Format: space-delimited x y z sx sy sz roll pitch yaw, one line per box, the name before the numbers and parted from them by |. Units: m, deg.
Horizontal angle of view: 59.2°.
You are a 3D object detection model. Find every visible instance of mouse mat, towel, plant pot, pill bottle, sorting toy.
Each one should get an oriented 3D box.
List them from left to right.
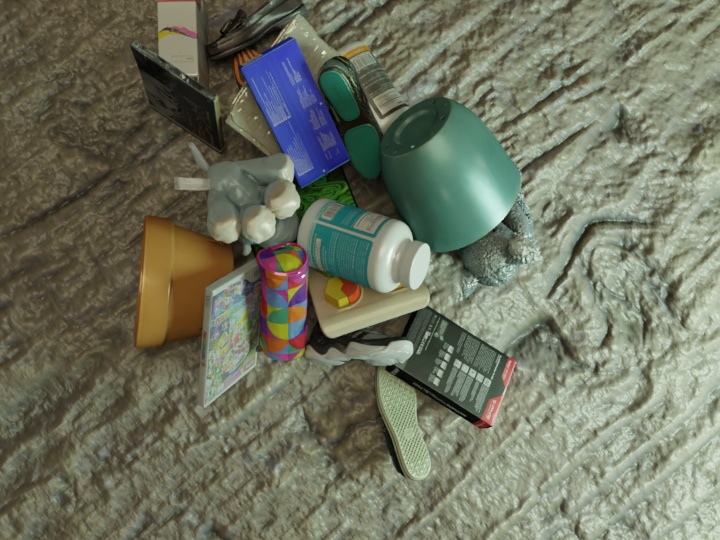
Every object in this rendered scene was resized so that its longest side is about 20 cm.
plant pot | -0.279 0.021 1.004 0.136 0.199 0.206 4 84 -21
towel | -0.112 -0.278 1.000 0.132 0.035 0.201 36 97 -28
mouse mat | -0.103 -0.097 1.091 0.195 0.008 0.164 -21 72 -7
sorting toy | 0.000 0.000 1.048 0.180 0.037 0.203 -17 49 -6
pill bottle | 0.007 -0.035 0.980 0.196 0.111 0.113 20 83 27
pill bottle | 0.016 -0.274 1.082 0.115 0.116 0.202 -34 89 -7
plant pot | 0.120 -0.159 0.964 0.201 0.200 0.162 -46 123 -7

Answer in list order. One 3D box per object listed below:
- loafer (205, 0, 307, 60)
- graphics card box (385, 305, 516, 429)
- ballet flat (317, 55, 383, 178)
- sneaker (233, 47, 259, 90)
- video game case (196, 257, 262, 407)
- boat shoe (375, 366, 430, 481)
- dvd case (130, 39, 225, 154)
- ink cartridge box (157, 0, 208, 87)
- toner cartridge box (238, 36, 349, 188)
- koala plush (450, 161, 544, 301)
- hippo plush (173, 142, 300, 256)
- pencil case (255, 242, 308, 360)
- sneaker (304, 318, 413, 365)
loafer | -0.187 -0.432 1.093 0.198 0.072 0.064 -33 121 -14
graphics card box | 0.154 0.161 1.075 0.197 0.051 0.127 31 66 -3
ballet flat | -0.004 -0.242 0.991 0.073 0.074 0.203 -30 129 -7
sneaker | -0.157 -0.298 1.069 0.076 0.112 0.203 -29 88 -6
video game case | -0.197 0.093 0.981 0.018 0.143 0.205 20 117 19
boat shoe | 0.064 0.252 1.069 0.073 0.062 0.205 -8 71 -22
dvd case | -0.285 -0.268 1.012 0.147 0.200 0.016 33 75 -1
ink cartridge box | -0.295 -0.359 1.060 0.065 0.116 0.206 -3 85 -5
toner cartridge box | -0.099 -0.240 0.976 0.093 0.043 0.203 -28 118 -4
koala plush | 0.211 -0.043 1.021 0.174 0.202 0.186 -27 114 20
hippo plush | -0.177 -0.080 0.992 0.194 0.162 0.163 5 58 10
pencil case | -0.123 0.052 0.999 0.086 0.204 0.090 5 40 -4
sneaker | -0.004 0.092 1.038 0.195 0.075 0.117 -6 69 30
